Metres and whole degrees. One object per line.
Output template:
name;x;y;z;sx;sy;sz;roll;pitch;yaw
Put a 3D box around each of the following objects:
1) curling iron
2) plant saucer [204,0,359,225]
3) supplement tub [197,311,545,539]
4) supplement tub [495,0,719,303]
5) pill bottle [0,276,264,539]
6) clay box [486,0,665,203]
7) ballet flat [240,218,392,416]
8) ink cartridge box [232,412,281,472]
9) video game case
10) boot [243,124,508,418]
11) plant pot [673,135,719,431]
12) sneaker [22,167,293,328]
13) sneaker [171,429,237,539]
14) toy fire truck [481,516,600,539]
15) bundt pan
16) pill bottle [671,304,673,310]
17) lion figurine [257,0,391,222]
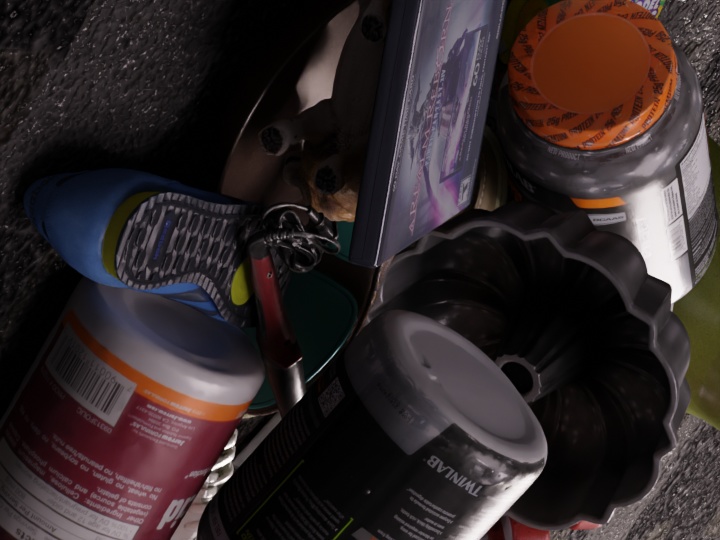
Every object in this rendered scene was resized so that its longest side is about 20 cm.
curling iron;-0.035;0.037;1.545;0.049;0.026;0.200;-7;138;-6
plant saucer;-0.020;-0.090;1.590;0.200;0.034;0.200;-40;154;-25
supplement tub;-0.005;0.130;1.545;0.200;0.123;0.122;-48;158;19
supplement tub;0.147;-0.068;1.695;0.123;0.122;0.200;-44;150;-15
pill bottle;-0.146;0.108;1.548;0.114;0.114;0.200;-1;126;-60
clay box;0.122;-0.123;1.776;0.115;0.048;0.200;-20;142;-49
ballet flat;-0.010;-0.003;1.614;0.200;0.068;0.067;-55;172;15
ink cartridge box;-0.058;0.171;1.850;0.200;0.067;0.116;-48;157;-8
video game case;0.039;-0.088;1.490;0.200;0.019;0.143;-36;137;-71
boot;0.000;0.000;1.710;0.154;0.072;0.200;-9;133;-53
plant pot;0.222;0.008;1.958;0.200;0.193;0.201;-39;153;-24
sneaker;-0.103;-0.018;1.496;0.200;0.078;0.066;19;92;-62
sneaker;-0.104;0.110;1.669;0.076;0.080;0.200;-10;132;-54
toy fire truck;0.086;0.135;1.927;0.112;0.200;0.168;-2;143;-15
bundt pan;0.105;0.046;1.653;0.076;0.202;0.202;-43;158;-50
pill bottle;0.106;0.058;1.811;0.200;0.112;0.112;-47;158;-35
lion figurine;0.006;-0.109;1.485;0.122;0.072;0.200;-24;141;-61
